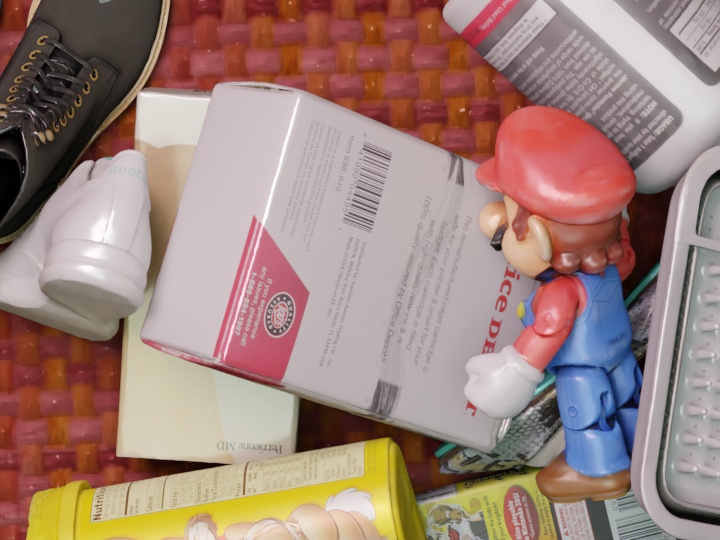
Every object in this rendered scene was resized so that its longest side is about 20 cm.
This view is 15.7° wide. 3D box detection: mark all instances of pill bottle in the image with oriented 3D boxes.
[{"bbox_3d":[0.150,-0.113,1.404,0.200,0.111,0.111,42,94,-4],"label":"pill bottle"}]

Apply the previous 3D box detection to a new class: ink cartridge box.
[{"bbox_3d":[0.000,0.000,1.370,0.199,0.085,0.147,20,85,-38],"label":"ink cartridge box"}]

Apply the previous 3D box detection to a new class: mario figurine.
[{"bbox_3d":[0.099,0.013,1.357,0.105,0.124,0.202,-10,103,2],"label":"mario figurine"}]

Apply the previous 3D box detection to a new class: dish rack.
[{"bbox_3d":[0.214,0.046,1.355,0.171,0.043,0.202,12,84,-29],"label":"dish rack"}]

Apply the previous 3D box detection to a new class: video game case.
[{"bbox_3d":[0.110,0.209,1.479,0.179,0.026,0.202,-14,96,1],"label":"video game case"}]

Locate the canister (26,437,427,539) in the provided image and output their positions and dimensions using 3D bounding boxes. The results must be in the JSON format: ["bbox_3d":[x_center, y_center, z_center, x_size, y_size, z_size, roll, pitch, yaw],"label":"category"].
[{"bbox_3d":[-0.064,0.169,1.410,0.198,0.087,0.149,-11,129,8],"label":"canister"}]

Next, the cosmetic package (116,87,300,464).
[{"bbox_3d":[-0.078,0.003,1.434,0.104,0.071,0.202,3,96,-1],"label":"cosmetic package"}]

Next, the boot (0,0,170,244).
[{"bbox_3d":[-0.161,-0.099,1.391,0.077,0.138,0.201,25,94,-3],"label":"boot"}]

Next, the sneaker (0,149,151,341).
[{"bbox_3d":[-0.147,-0.016,1.384,0.075,0.200,0.089,19,76,-20],"label":"sneaker"}]

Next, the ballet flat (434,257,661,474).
[{"bbox_3d":[0.133,0.064,1.440,0.200,0.072,0.072,-41,94,3],"label":"ballet flat"}]
